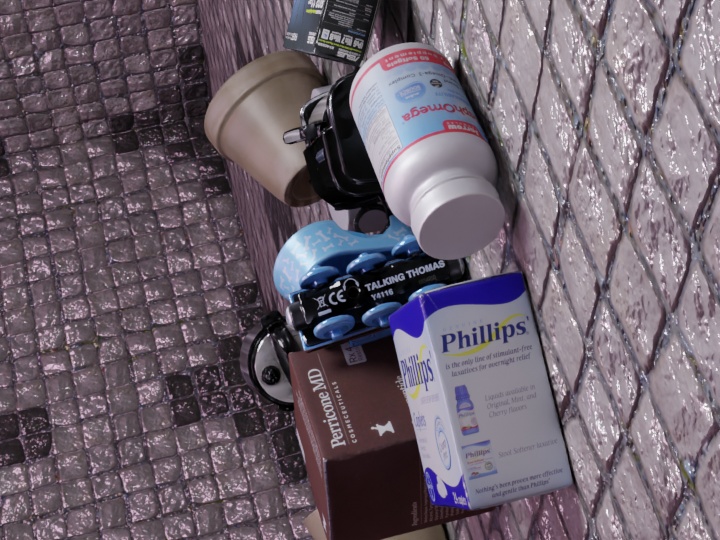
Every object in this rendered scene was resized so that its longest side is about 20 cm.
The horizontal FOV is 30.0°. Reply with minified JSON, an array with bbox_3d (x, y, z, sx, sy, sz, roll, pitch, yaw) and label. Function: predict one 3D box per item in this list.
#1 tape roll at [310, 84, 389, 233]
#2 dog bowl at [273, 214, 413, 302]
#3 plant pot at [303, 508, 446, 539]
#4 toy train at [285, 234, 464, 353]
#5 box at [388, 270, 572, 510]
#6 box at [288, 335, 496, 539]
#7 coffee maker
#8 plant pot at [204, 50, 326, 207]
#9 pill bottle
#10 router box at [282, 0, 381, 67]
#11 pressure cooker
[{"bbox_3d":[-0.012,-0.148,1.788,0.200,0.065,0.203,168,90,-81],"label":"tape roll"},{"bbox_3d":[0.000,0.000,1.526,0.050,0.198,0.112,52,137,44],"label":"dog bowl"},{"bbox_3d":[0.047,0.391,1.857,0.201,0.186,0.188,60,166,15],"label":"plant pot"},{"bbox_3d":[0.018,0.031,1.451,0.114,0.198,0.087,73,178,-68],"label":"toy train"},{"bbox_3d":[0.109,0.118,1.284,0.184,0.104,0.202,135,123,-78],"label":"box"},{"bbox_3d":[0.038,0.180,1.498,0.167,0.198,0.165,-113,14,-45],"label":"box"},{"bbox_3d":[0.013,-0.129,1.550,0.193,0.134,0.200,55,174,-7],"label":"coffee maker"},{"bbox_3d":[-0.109,-0.195,2.012,0.174,0.199,0.201,56,162,24],"label":"plant pot"},{"bbox_3d":[0.064,-0.110,1.249,0.109,0.108,0.201,89,165,-49],"label":"pill bottle"},{"bbox_3d":[-0.025,-0.308,1.487,0.200,0.061,0.152,-139,63,-73],"label":"router box"},{"bbox_3d":[-0.141,0.180,2.620,0.200,0.174,0.180,178,114,-78],"label":"pressure cooker"}]
